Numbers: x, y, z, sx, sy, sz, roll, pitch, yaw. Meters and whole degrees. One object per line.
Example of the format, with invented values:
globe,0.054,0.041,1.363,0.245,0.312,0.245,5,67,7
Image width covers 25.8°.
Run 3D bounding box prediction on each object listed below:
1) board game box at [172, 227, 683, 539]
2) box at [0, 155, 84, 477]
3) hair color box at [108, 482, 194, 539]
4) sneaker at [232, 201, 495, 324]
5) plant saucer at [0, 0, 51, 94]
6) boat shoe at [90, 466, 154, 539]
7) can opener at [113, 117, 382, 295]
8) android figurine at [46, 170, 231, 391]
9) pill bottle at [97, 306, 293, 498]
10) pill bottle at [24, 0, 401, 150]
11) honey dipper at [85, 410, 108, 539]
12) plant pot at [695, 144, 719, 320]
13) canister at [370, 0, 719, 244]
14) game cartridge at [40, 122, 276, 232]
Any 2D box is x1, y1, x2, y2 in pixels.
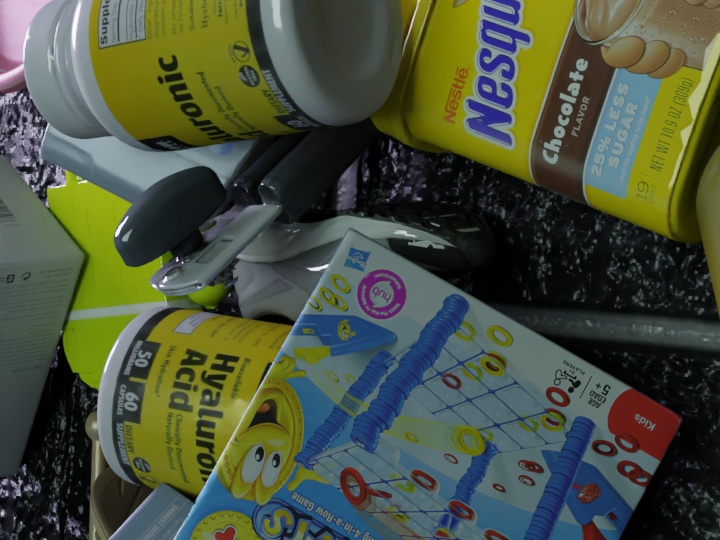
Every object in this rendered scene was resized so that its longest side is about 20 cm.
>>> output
board game box,0.031,0.113,0.807,0.199,0.056,0.197,29,84,4
box,-0.285,0.038,1.095,0.124,0.097,0.201,45,127,34
hair color box,-0.052,0.216,0.895,0.199,0.061,0.099,29,147,23
sneaker,0.000,0.000,0.934,0.199,0.074,0.080,-5,91,43
plant saucer,-0.248,-0.227,1.156,0.199,0.051,0.202,-5,82,36
boat shoe,-0.117,0.220,1.004,0.201,0.071,0.065,64,156,23
can opener,-0.053,-0.056,0.909,0.052,0.200,0.067,5,129,48
android figurine,-0.155,-0.001,1.050,0.181,0.041,0.202,-9,90,45
pill bottle,-0.045,0.087,0.918,0.199,0.111,0.112,7,89,25
pill bottle,-0.086,-0.125,0.858,0.199,0.111,0.112,-4,82,36
honey dipper,-0.179,0.196,1.069,0.038,0.038,0.202,-9,76,36
plant pot,0.239,0.019,0.676,0.201,0.200,0.190,-39,47,27
canister,0.116,-0.112,0.842,0.199,0.086,0.150,25,100,35
game cartridge,-0.101,-0.133,0.963,0.133,0.042,0.201,26,97,15
